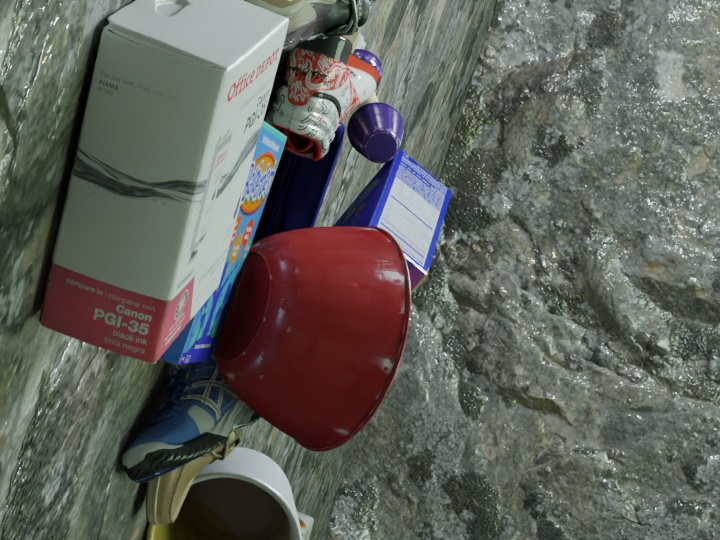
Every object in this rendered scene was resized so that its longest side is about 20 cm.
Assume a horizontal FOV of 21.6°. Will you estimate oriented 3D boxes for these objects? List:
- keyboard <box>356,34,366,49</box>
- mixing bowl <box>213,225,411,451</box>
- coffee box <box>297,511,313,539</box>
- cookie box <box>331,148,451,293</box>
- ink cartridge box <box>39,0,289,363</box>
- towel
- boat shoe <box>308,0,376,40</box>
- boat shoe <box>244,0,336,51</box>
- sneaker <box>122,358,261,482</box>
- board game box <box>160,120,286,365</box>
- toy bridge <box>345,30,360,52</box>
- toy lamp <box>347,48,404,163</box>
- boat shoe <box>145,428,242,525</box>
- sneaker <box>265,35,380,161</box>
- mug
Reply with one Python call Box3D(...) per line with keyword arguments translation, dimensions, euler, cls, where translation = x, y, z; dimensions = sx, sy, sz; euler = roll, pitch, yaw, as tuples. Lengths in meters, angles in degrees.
Box3D(translation=(-0.033, -0.161, 2.038), dimensions=(0.056, 0.011, 0.201), euler=(8, 100, -79), cls="keyboard")
Box3D(translation=(-0.058, 0.044, 1.600), dimensions=(0.200, 0.108, 0.201), euler=(-34, -133, 47), cls="mixing bowl")
Box3D(translation=(-0.135, 0.329, 2.136), dimensions=(0.200, 0.114, 0.080), euler=(-53, 162, -72), cls="coffee box")
Box3D(translation=(0.000, 0.000, 1.787), dimensions=(0.171, 0.075, 0.200), euler=(-50, -172, 25), cls="cookie box")
Box3D(translation=(-0.122, -0.065, 1.181), dimensions=(0.147, 0.083, 0.200), euler=(-57, 165, -66), cls="ink cartridge box")
Box3D(translation=(-0.070, -0.053, 1.881), dimensions=(0.148, 0.049, 0.201), euler=(118, -8, -84), cls="towel")
Box3D(translation=(-0.025, -0.231, 1.588), dimensions=(0.200, 0.071, 0.072), euler=(-58, 166, -61), cls="boat shoe")
Box3D(translation=(-0.065, -0.194, 1.393), dimensions=(0.065, 0.072, 0.200), euler=(-60, 180, 15), cls="boat shoe")
Box3D(translation=(-0.150, 0.123, 1.639), dimensions=(0.076, 0.077, 0.200), euler=(-26, -176, 31), cls="sneaker")
Box3D(translation=(-0.118, -0.026, 1.510), dimensions=(0.152, 0.045, 0.201), euler=(5, 103, -84), cls="board game box")
Box3D(translation=(0.000, -0.295, 1.819), dimensions=(0.200, 0.027, 0.067), euler=(103, 8, -47), cls="toy bridge")
Box3D(translation=(0.008, -0.161, 1.878), dimensions=(0.200, 0.058, 0.058), euler=(-107, -150, -64), cls="toy lamp")
Box3D(translation=(-0.141, 0.143, 1.734), dimensions=(0.071, 0.064, 0.200), euler=(82, 27, -77), cls="boat shoe")
Box3D(translation=(-0.038, -0.154, 1.745), dimensions=(0.201, 0.067, 0.108), euler=(28, 82, -80), cls="sneaker")
Box3D(translation=(-0.145, 0.251, 1.874), dimensions=(0.153, 0.186, 0.150), euler=(-82, 157, -77), cls="mug")
